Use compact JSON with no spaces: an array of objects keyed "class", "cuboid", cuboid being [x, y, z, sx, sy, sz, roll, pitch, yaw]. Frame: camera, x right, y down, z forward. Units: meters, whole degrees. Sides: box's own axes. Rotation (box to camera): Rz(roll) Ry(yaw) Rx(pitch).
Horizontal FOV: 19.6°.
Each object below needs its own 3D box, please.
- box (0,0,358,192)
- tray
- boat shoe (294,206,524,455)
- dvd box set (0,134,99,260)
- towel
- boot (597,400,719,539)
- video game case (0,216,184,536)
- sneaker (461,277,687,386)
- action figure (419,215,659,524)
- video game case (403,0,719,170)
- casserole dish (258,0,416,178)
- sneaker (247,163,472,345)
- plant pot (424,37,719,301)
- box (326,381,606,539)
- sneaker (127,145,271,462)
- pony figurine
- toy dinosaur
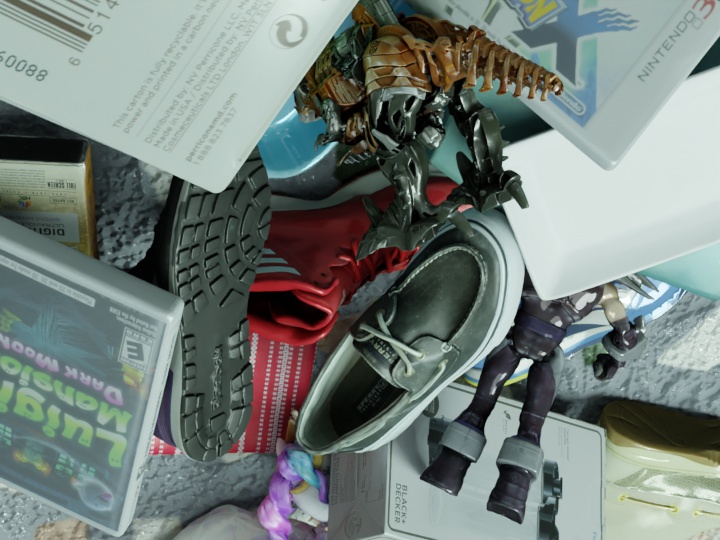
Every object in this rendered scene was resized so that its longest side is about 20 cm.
[{"class":"box","cuboid":[-0.112,-0.189,1.071,0.199,0.172,0.199,24,116,-31]},{"class":"tray","cuboid":[0.178,-0.060,1.176,0.198,0.022,0.108,-20,121,9]},{"class":"boat shoe","cuboid":[0.028,0.047,1.236,0.071,0.072,0.201,-24,153,-50]},{"class":"dvd box set","cuboid":[-0.226,0.009,1.246,0.145,0.030,0.201,2,126,4]},{"class":"towel","cuboid":[-0.124,0.065,1.347,0.198,0.023,0.146,0,125,-17]},{"class":"boot","cuboid":[0.230,0.185,1.511,0.198,0.072,0.155,16,118,-20]},{"class":"video game case","cuboid":[-0.209,0.049,1.209,0.199,0.023,0.183,23,129,7]},{"class":"sneaker","cuboid":[0.139,0.000,1.349,0.199,0.074,0.083,-29,126,4]},{"class":"action figure","cuboid":[0.104,0.049,1.288,0.129,0.069,0.201,23,84,13]},{"class":"video game case","cuboid":[0.115,-0.187,1.131,0.200,0.022,0.183,39,81,-1]},{"class":"casserole dish","cuboid":[-0.028,-0.136,1.203,0.121,0.039,0.200,15,120,-49]},{"class":"sneaker","cuboid":[0.000,0.000,1.277,0.198,0.116,0.079,-12,128,-7]},{"class":"plant pot","cuboid":[0.139,-0.098,1.239,0.198,0.142,0.142,15,120,-19]},{"class":"box","cuboid":[0.074,0.143,1.383,0.199,0.118,0.060,17,155,-36]},{"class":"sneaker","cuboid":[-0.111,0.006,1.209,0.075,0.087,0.202,-14,118,-48]},{"class":"pony figurine","cuboid":[-0.035,0.203,1.409,0.194,0.166,0.200,-51,130,-6]},{"class":"toy dinosaur","cuboid":[0.026,-0.086,1.103,0.101,0.200,0.137,-19,102,-15]}]
